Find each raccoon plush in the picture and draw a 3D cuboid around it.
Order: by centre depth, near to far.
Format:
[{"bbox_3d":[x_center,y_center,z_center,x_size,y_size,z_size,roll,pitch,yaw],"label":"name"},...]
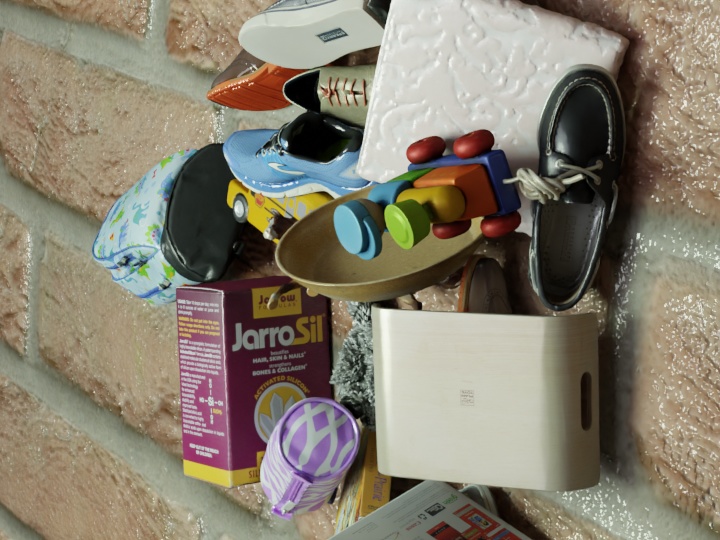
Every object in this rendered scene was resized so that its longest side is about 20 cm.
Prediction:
[{"bbox_3d":[0.035,0.056,1.666,0.134,0.097,0.200,-45,57,40],"label":"raccoon plush"}]

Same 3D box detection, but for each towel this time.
[{"bbox_3d":[0.105,-0.136,1.497,0.200,0.032,0.191,21,116,16],"label":"towel"}]

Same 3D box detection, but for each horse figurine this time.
[{"bbox_3d":[0.000,0.000,1.658,0.133,0.199,0.050,-73,-14,-61],"label":"horse figurine"}]

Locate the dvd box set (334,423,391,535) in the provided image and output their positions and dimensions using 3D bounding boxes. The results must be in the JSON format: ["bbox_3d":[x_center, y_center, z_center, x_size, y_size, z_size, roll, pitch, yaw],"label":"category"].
[{"bbox_3d":[0.000,0.229,1.691,0.200,0.029,0.147,-82,8,-60],"label":"dvd box set"}]

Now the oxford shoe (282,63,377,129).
[{"bbox_3d":[0.000,-0.161,1.698,0.200,0.075,0.071,4,94,55],"label":"oxford shoe"}]

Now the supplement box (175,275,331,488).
[{"bbox_3d":[-0.107,0.111,1.847,0.103,0.131,0.201,4,98,56],"label":"supplement box"}]

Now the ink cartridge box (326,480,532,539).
[{"bbox_3d":[0.065,0.278,1.502,0.175,0.200,0.084,31,120,26],"label":"ink cartridge box"}]

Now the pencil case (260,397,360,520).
[{"bbox_3d":[-0.052,0.180,1.713,0.084,0.086,0.200,31,160,4],"label":"pencil case"}]

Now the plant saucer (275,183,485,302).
[{"bbox_3d":[0.026,-0.022,1.587,0.200,0.200,0.036,24,135,53],"label":"plant saucer"}]

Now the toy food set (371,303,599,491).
[{"bbox_3d":[0.101,0.102,1.504,0.200,0.060,0.144,2,97,27],"label":"toy food set"}]

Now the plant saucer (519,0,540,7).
[{"bbox_3d":[0.087,-0.162,1.562,0.200,0.034,0.201,11,106,42],"label":"plant saucer"}]

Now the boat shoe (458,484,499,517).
[{"bbox_3d":[0.063,0.260,1.664,0.202,0.065,0.075,-47,56,48],"label":"boat shoe"}]

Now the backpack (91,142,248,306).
[{"bbox_3d":[-0.205,-0.042,1.973,0.200,0.153,0.163,128,160,-65],"label":"backpack"}]

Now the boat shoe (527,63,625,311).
[{"bbox_3d":[0.169,-0.063,1.439,0.060,0.074,0.200,-81,1,-65],"label":"boat shoe"}]

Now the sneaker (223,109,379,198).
[{"bbox_3d":[-0.056,-0.120,1.727,0.200,0.079,0.089,7,145,38],"label":"sneaker"}]

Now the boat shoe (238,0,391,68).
[{"bbox_3d":[-0.027,-0.254,1.706,0.200,0.075,0.093,-3,56,43],"label":"boat shoe"}]

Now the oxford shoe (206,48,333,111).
[{"bbox_3d":[-0.090,-0.215,1.850,0.200,0.071,0.073,-18,62,49],"label":"oxford shoe"}]

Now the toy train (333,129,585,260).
[{"bbox_3d":[0.071,-0.053,1.417,0.200,0.116,0.085,-1,112,59],"label":"toy train"}]

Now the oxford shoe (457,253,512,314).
[{"bbox_3d":[0.134,0.079,1.552,0.073,0.071,0.200,-16,79,30],"label":"oxford shoe"}]

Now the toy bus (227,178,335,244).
[{"bbox_3d":[-0.058,-0.061,1.808,0.200,0.065,0.078,37,124,48],"label":"toy bus"}]
